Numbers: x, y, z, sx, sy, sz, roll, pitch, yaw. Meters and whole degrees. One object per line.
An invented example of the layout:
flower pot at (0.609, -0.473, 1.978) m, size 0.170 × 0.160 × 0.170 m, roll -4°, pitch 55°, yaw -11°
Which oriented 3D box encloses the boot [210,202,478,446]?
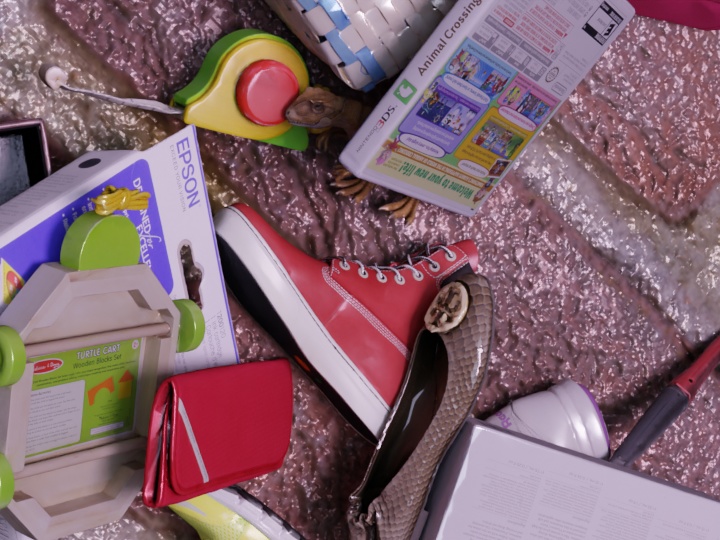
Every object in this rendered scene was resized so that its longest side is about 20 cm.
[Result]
boot at (0.000, 0.000, 1.028) m, size 0.144 × 0.072 × 0.200 m, roll -46°, pitch 114°, yaw -13°

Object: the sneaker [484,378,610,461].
sneaker at (0.140, 0.183, 1.092) m, size 0.099 × 0.075 × 0.202 m, roll -16°, pitch 90°, yaw -11°

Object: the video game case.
video game case at (0.086, -0.121, 0.971) m, size 0.022 × 0.200 × 0.183 m, roll 43°, pitch 102°, yaw 21°

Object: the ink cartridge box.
ink cartridge box at (-0.160, 0.037, 0.924) m, size 0.200 × 0.043 × 0.200 m, roll -37°, pitch 130°, yaw -41°

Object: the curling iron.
curling iron at (0.238, 0.090, 1.105) m, size 0.199 × 0.049 × 0.026 m, roll -31°, pitch 129°, yaw -34°

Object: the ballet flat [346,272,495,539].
ballet flat at (0.035, 0.095, 0.995) m, size 0.046 × 0.067 × 0.202 m, roll 18°, pitch 95°, yaw -22°

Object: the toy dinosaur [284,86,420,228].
toy dinosaur at (0.034, -0.091, 1.028) m, size 0.199 × 0.060 × 0.107 m, roll -13°, pitch 131°, yaw -46°

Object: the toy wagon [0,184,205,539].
toy wagon at (-0.152, 0.049, 0.869) m, size 0.155 × 0.039 × 0.202 m, roll -8°, pitch 109°, yaw -54°

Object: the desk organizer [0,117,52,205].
desk organizer at (-0.216, 0.010, 0.944) m, size 0.071 × 0.077 × 0.202 m, roll -10°, pitch 96°, yaw -19°

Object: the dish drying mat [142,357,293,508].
dish drying mat at (-0.081, 0.097, 0.949) m, size 0.018 × 0.200 × 0.078 m, roll 4°, pitch 91°, yaw 18°

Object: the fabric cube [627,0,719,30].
fabric cube at (0.206, -0.281, 1.020) m, size 0.197 × 0.200 × 0.199 m, roll 8°, pitch 90°, yaw -18°

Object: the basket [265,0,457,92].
basket at (0.031, -0.218, 0.978) m, size 0.200 × 0.176 × 0.139 m, roll -44°, pitch 117°, yaw 3°

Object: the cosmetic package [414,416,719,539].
cosmetic package at (0.131, 0.196, 1.017) m, size 0.198 × 0.052 × 0.152 m, roll 19°, pitch 90°, yaw -15°

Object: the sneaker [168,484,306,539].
sneaker at (-0.065, 0.210, 1.009) m, size 0.200 × 0.078 × 0.090 m, roll 45°, pitch 80°, yaw -17°

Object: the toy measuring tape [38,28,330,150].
toy measuring tape at (-0.101, -0.127, 0.977) m, size 0.198 × 0.073 × 0.074 m, roll 11°, pitch 89°, yaw -27°
